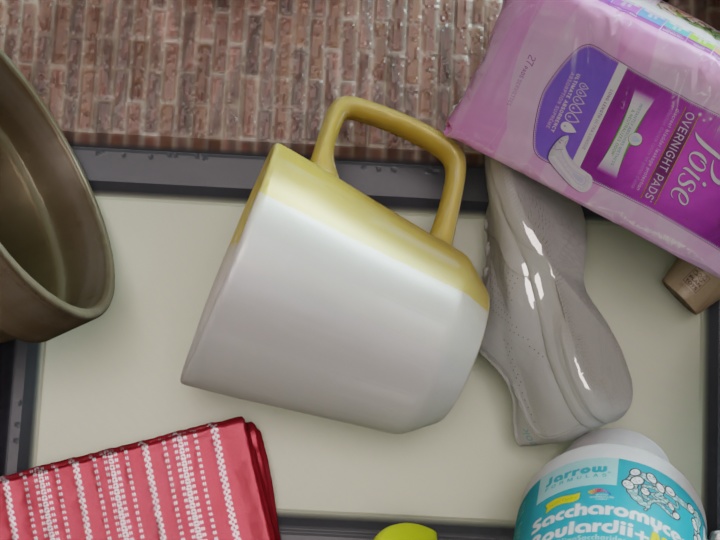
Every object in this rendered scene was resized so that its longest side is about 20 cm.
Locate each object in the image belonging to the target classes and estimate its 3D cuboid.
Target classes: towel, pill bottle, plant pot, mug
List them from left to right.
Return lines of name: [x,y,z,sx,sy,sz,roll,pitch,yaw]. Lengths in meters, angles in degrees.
plant pot: [-0.268,-0.025,0.920,0.173,0.200,0.201,-27,82,10]
towel: [-0.143,0.180,0.959,0.199,0.022,0.145,-14,83,-2]
mug: [-0.002,0.007,0.930,0.153,0.149,0.187,22,104,-6]
pill bottle: [0.136,0.171,0.880,0.110,0.200,0.111,5,119,9]

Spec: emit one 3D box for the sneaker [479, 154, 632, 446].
sneaker: [0.096,0.010,0.976,0.088,0.075,0.201,-31,61,37]

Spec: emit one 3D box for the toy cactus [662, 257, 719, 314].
toy cactus: [0.259,-0.038,0.980,0.200,0.102,0.165,45,92,-3]

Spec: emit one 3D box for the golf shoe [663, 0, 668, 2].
golf shoe: [0.132,-0.224,0.974,0.077,0.200,0.088,-44,46,-1]

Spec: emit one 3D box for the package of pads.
package of pads: [0.159,-0.091,0.917,0.200,0.076,0.121,29,122,10]

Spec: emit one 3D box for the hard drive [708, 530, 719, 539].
hard drive: [0.210,0.209,0.873,0.025,0.200,0.133,-5,80,11]

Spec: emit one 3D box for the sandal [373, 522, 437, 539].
sandal: [0.080,0.227,0.940,0.200,0.080,0.087,30,118,-4]
